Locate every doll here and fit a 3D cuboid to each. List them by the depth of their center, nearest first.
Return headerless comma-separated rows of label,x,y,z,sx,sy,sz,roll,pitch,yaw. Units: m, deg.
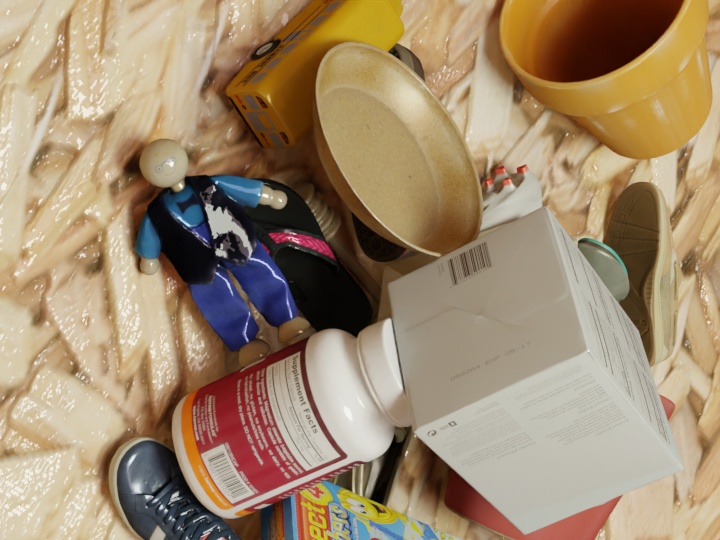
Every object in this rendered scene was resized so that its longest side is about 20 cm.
doll,-0.118,-0.024,1.172,0.136,0.049,0.201,-31,108,3

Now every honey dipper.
honey dipper,0.000,0.000,1.298,0.200,0.038,0.038,48,65,-30

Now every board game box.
board game box,0.016,0.271,1.173,0.195,0.200,0.056,26,110,-17

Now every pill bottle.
pill bottle,-0.045,0.117,1.155,0.113,0.199,0.113,53,22,-32

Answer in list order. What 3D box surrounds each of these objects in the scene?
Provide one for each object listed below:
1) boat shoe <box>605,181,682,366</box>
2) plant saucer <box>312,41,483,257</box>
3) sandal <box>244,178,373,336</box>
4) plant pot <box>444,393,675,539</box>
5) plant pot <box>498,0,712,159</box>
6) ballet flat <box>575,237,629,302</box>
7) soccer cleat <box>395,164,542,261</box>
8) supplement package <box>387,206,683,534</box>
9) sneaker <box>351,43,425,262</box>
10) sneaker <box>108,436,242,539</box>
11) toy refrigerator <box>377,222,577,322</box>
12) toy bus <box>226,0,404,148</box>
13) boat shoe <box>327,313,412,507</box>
boat shoe,0.308,0.003,1.517,0.064,0.071,0.202,-11,107,-42
plant saucer,0.024,-0.095,1.179,0.200,0.035,0.202,31,44,-34
sandal,-0.053,-0.004,1.235,0.075,0.045,0.200,-36,121,9
plant pot,0.177,0.170,1.353,0.200,0.200,0.179,25,86,-35
plant pot,0.264,-0.213,1.407,0.183,0.199,0.201,45,66,-47
ballet flat,0.227,0.029,1.400,0.064,0.067,0.200,-62,164,-11
soccer cleat,0.112,-0.030,1.364,0.200,0.069,0.078,-37,115,-33
supplement package,0.142,0.086,1.149,0.200,0.151,0.152,46,26,-43
sneaker,0.040,-0.106,1.296,0.075,0.070,0.202,10,81,-58
sneaker,-0.133,0.223,1.175,0.075,0.084,0.201,-43,116,-27
toy refrigerator,0.106,0.015,1.290,0.199,0.070,0.077,-20,127,-41
toy bus,-0.030,-0.194,1.240,0.200,0.078,0.065,-48,118,-25
boat shoe,0.023,0.135,1.292,0.072,0.065,0.202,19,86,-33
